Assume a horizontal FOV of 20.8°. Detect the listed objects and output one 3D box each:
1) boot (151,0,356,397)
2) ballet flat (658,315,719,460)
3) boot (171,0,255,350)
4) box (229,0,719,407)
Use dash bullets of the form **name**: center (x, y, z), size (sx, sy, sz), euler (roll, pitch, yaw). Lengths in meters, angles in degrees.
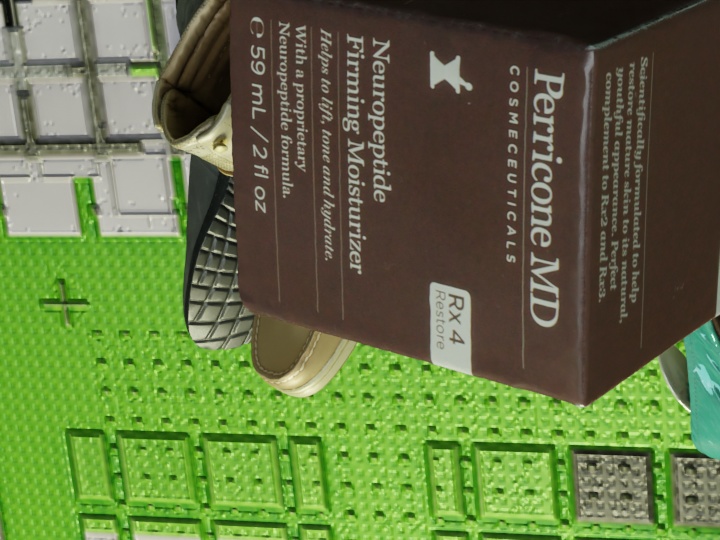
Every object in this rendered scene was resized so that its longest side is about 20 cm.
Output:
- **boot**: center (-0.049, -0.041, 1.031), size (0.072, 0.155, 0.202), euler (21, 93, 41)
- **ballet flat**: center (0.193, 0.020, 1.120), size (0.070, 0.067, 0.202), euler (-5, 107, 34)
- **boot**: center (-0.079, -0.067, 1.148), size (0.067, 0.131, 0.202), euler (1, 110, -25)
- **box**: center (0.064, -0.060, 0.925), size (0.199, 0.164, 0.168), euler (15, 116, 35)
